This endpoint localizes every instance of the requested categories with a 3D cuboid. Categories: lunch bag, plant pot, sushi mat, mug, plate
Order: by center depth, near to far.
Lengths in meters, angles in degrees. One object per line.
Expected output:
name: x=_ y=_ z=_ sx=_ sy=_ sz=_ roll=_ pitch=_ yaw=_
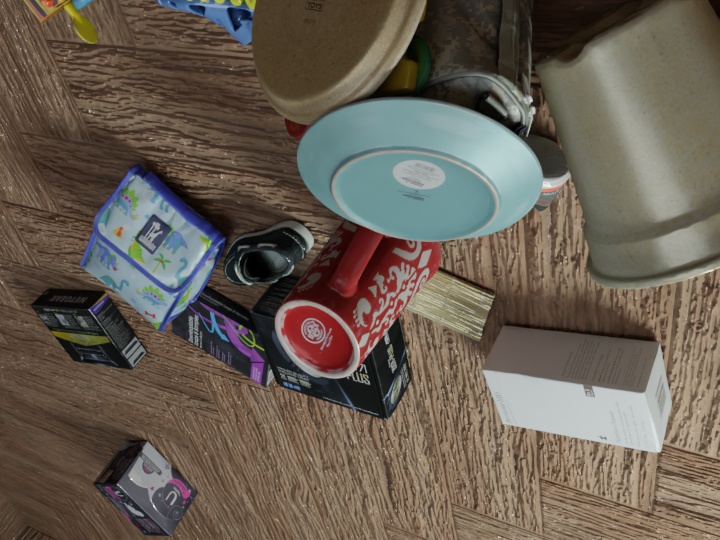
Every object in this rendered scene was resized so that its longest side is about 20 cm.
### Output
plant pot: x=0.237 y=-0.117 z=0.639 sx=0.199 sy=0.200 sz=0.185 roll=-17 pitch=107 yaw=46
plate: x=0.044 y=-0.066 z=0.639 sx=0.198 sy=0.026 sz=0.201 roll=9 pitch=155 yaw=4
lunch bag: x=0.072 y=-0.168 z=0.675 sx=0.139 sy=0.202 sz=0.167 roll=27 pitch=143 yaw=-23
mug: x=-0.009 y=0.001 z=0.915 sx=0.132 sy=0.200 sz=0.179 roll=6 pitch=128 yaw=29
sushi mat: x=0.074 y=0.024 z=1.038 sx=0.198 sy=0.012 sz=0.096 roll=24 pitch=142 yaw=15
lunch bag: x=-0.301 y=-0.036 z=1.182 sx=0.170 sy=0.128 sz=0.200 roll=39 pitch=128 yaw=-1

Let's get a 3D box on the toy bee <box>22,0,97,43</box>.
toy bee: x=-0.343 y=-0.330 z=0.903 sx=0.131 sy=0.109 sz=0.200 roll=42 pitch=142 yaw=-6

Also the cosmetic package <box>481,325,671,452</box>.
cosmetic package: x=0.259 y=0.139 z=0.962 sx=0.198 sy=0.081 sz=0.113 roll=1 pitch=133 yaw=35

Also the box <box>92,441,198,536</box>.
box: x=-0.514 y=0.526 z=1.930 sx=0.114 sy=0.133 sz=0.201 roll=-13 pitch=123 yaw=40

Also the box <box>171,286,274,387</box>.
box: x=-0.228 y=0.102 z=1.336 sx=0.199 sy=0.036 sz=0.144 roll=29 pitch=142 yaw=11

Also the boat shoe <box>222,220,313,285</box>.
boat shoe: x=-0.146 y=-0.014 z=1.127 sx=0.076 sy=0.060 sz=0.199 roll=45 pitch=142 yaw=-13

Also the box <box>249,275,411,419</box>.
box: x=-0.039 y=0.109 z=1.156 sx=0.198 sy=0.086 sz=0.165 roll=13 pitch=137 yaw=27

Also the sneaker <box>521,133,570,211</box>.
sneaker: x=0.111 y=-0.108 z=0.821 sx=0.198 sy=0.077 sz=0.082 roll=25 pitch=148 yaw=15

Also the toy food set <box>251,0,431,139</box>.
toy food set: x=-0.018 y=-0.204 z=0.624 sx=0.199 sy=0.200 sz=0.048 roll=4 pitch=173 yaw=45

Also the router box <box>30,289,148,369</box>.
router box: x=-0.532 y=0.114 z=1.567 sx=0.198 sy=0.052 sz=0.158 roll=2 pitch=131 yaw=37

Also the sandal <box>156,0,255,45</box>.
sandal: x=-0.130 y=-0.271 z=0.830 sx=0.198 sy=0.080 sz=0.088 roll=18 pitch=143 yaw=24
